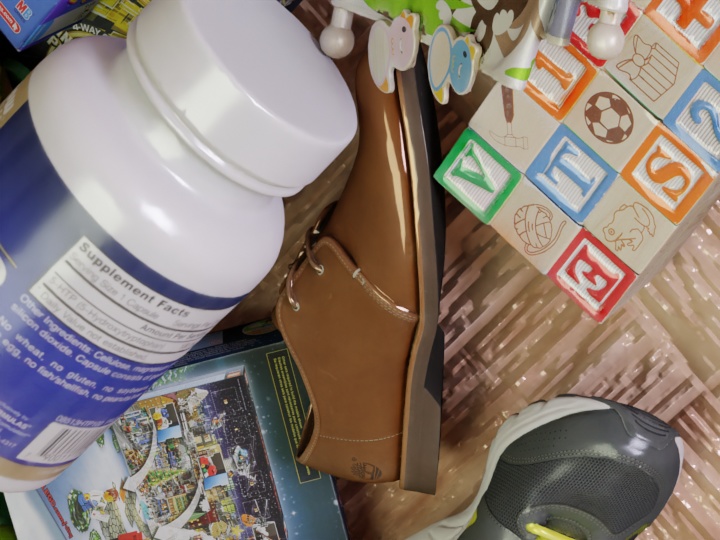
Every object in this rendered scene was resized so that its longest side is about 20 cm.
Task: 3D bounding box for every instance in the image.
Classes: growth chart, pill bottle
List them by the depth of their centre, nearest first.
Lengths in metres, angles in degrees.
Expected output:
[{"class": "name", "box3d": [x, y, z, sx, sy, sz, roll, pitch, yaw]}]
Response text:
[{"class": "growth chart", "box3d": [0.047, -0.130, 1.044, 0.200, 0.018, 0.146, 11, 93, 59]}, {"class": "pill bottle", "box3d": [-0.099, -0.019, 1.134, 0.200, 0.120, 0.120, -43, 85, 23]}]

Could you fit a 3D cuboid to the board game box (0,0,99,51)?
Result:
[{"class": "board game box", "box3d": [-0.146, -0.205, 1.131, 0.200, 0.045, 0.134, 52, 127, 4]}]

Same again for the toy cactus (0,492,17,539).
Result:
[{"class": "toy cactus", "box3d": [-0.201, 0.117, 1.333, 0.165, 0.199, 0.103, -118, 32, -48]}]

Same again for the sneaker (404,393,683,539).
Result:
[{"class": "sneaker", "box3d": [0.065, 0.126, 1.174, 0.074, 0.085, 0.200, 22, 137, -16]}]

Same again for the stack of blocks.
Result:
[{"class": "stack of blocks", "box3d": [0.106, -0.092, 1.068, 0.115, 0.059, 0.200, 42, 129, 10]}]

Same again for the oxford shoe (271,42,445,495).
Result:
[{"class": "oxford shoe", "box3d": [0.000, 0.000, 1.164, 0.071, 0.071, 0.201, 4, 117, 3]}]

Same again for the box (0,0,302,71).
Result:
[{"class": "box", "box3d": [-0.114, -0.157, 1.190, 0.200, 0.049, 0.161, 50, 127, 5]}]

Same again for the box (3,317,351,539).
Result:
[{"class": "box", "box3d": [-0.070, 0.131, 1.262, 0.136, 0.038, 0.201, -14, 107, 0]}]

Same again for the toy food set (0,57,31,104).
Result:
[{"class": "toy food set", "box3d": [-0.202, -0.095, 1.239, 0.199, 0.049, 0.200, 58, 156, -17]}]
